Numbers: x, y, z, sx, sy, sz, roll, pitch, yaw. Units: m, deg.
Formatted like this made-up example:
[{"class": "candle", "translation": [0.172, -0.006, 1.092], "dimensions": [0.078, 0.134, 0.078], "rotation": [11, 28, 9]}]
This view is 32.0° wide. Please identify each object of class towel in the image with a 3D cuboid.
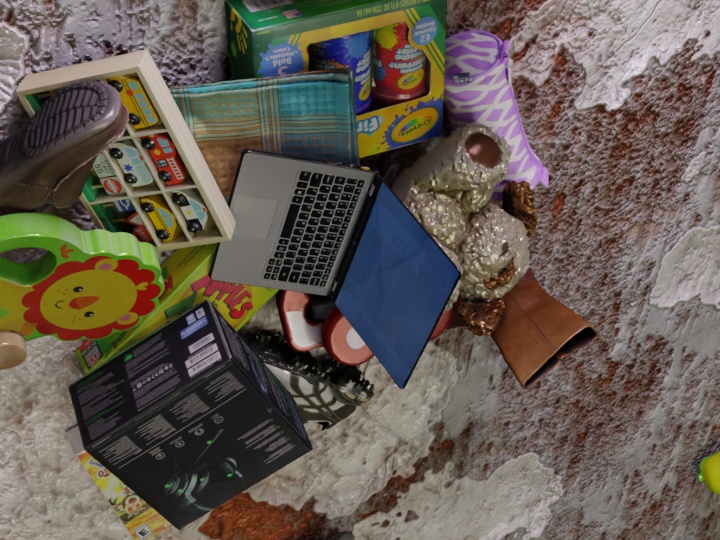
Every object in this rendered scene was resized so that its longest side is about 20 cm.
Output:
[{"class": "towel", "translation": [-0.100, -0.113, 1.162], "dimensions": [0.199, 0.022, 0.147], "rotation": [-5, 128, 0]}]

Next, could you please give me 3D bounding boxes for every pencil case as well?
[{"class": "pencil case", "translation": [0.136, -0.161, 1.313], "dimensions": [0.085, 0.084, 0.200], "rotation": [-8, 140, 16]}]

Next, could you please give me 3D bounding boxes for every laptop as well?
[{"class": "laptop", "translation": [-0.032, 0.003, 1.182], "dimensions": [0.199, 0.116, 0.188], "rotation": [8, 139, -13]}]

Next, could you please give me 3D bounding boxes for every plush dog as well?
[{"class": "plush dog", "translation": [0.101, -0.031, 1.290], "dimensions": [0.171, 0.160, 0.201], "rotation": [31, 75, -28]}]

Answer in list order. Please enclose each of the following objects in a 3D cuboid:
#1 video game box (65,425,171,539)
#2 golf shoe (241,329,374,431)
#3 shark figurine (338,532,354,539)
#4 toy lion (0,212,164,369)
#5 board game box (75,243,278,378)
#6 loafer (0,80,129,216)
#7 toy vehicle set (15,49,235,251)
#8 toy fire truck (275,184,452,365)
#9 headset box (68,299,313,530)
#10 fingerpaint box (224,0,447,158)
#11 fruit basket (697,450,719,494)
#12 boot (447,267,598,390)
[{"class": "video game box", "translation": [-0.204, 0.200, 1.421], "dimensions": [0.199, 0.047, 0.183], "rotation": [-29, 132, -9]}, {"class": "golf shoe", "translation": [-0.073, 0.135, 1.426], "dimensions": [0.200, 0.078, 0.095], "rotation": [28, 107, -41]}, {"class": "shark figurine", "translation": [-0.016, 0.402, 1.676], "dimensions": [0.128, 0.090, 0.215], "rotation": [-18, 133, 29]}, {"class": "toy lion", "translation": [-0.284, 0.010, 1.161], "dimensions": [0.191, 0.069, 0.200], "rotation": [-18, 148, -1]}, {"class": "board game box", "translation": [-0.189, 0.050, 1.309], "dimensions": [0.200, 0.048, 0.102], "rotation": [-44, 134, 7]}, {"class": "loafer", "translation": [-0.264, -0.098, 1.091], "dimensions": [0.199, 0.073, 0.071], "rotation": [-24, 136, 35]}, {"class": "toy vehicle set", "translation": [-0.208, -0.100, 1.136], "dimensions": [0.124, 0.027, 0.200], "rotation": [-8, 131, 19]}, {"class": "toy fire truck", "translation": [0.000, 0.000, 1.359], "dimensions": [0.199, 0.112, 0.169], "rotation": [-18, 106, -17]}, {"class": "headset box", "translation": [-0.169, 0.156, 1.296], "dimensions": [0.174, 0.093, 0.200], "rotation": [-32, 135, 4]}, {"class": "fingerpaint box", "translation": [-0.020, -0.191, 1.204], "dimensions": [0.199, 0.073, 0.167], "rotation": [-16, 131, -19]}, {"class": "fruit basket", "translation": [0.639, 0.309, 1.946], "dimensions": [0.155, 0.216, 0.216], "rotation": [19, 113, -39]}, {"class": "boot", "translation": [0.142, 0.072, 1.420], "dimensions": [0.188, 0.200, 0.069], "rotation": [-31, 135, -7]}]
